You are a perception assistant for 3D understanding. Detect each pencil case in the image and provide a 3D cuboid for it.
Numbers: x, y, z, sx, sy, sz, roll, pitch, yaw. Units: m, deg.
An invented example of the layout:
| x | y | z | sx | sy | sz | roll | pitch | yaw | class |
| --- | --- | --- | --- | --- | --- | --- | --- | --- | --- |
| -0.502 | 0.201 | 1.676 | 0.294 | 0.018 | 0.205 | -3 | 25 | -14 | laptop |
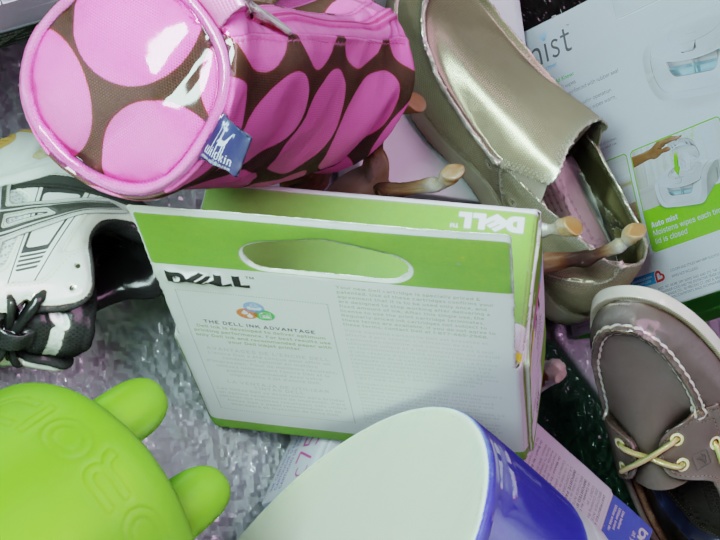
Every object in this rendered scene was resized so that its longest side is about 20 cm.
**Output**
| x | y | z | sx | sy | sz | roll | pitch | yaw | class |
| --- | --- | --- | --- | --- | --- | --- | --- | --- | --- |
| -0.043 | -0.075 | 0.727 | 0.091 | 0.094 | 0.200 | 43 | 18 | 10 | pencil case |

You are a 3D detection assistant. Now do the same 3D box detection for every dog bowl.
| x | y | z | sx | sy | sz | roll | pitch | yaw | class |
| --- | --- | --- | --- | --- | --- | --- | --- | --- | --- |
| 0.004 | 0.154 | 0.742 | 0.079 | 0.200 | 0.201 | 42 | 52 | -19 | dog bowl |

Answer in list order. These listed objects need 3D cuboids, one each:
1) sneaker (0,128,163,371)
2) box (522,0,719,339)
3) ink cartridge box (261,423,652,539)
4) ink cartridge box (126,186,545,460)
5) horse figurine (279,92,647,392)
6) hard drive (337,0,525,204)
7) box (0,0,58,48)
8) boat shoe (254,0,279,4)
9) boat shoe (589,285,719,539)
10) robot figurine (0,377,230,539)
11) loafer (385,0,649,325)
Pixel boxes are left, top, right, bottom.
| x | y | z | sx | sy | sz | roll | pitch | yaw | class |
| --- | --- | --- | --- | --- | --- | --- | --- | --- | --- |
| -0.146 | 0.007 | 0.717 | 0.087 | 0.076 | 0.200 | 34 | 40 | 18 | sneaker |
| 0.191 | -0.073 | 0.987 | 0.096 | 0.199 | 0.178 | -1 | 75 | -42 | box |
| 0.052 | 0.119 | 0.907 | 0.200 | 0.042 | 0.120 | 40 | 53 | -21 | ink cartridge box |
| 0.000 | 0.000 | 0.764 | 0.200 | 0.147 | 0.076 | 79 | 19 | -61 | ink cartridge box |
| 0.037 | -0.012 | 0.898 | 0.199 | 0.132 | 0.050 | 26 | 51 | -19 | horse figurine |
| 0.035 | -0.130 | 0.987 | 0.131 | 0.026 | 0.201 | 6 | 71 | -40 | hard drive |
| -0.108 | -0.180 | 0.717 | 0.199 | 0.043 | 0.161 | -24 | 96 | -34 | box |
| -0.022 | -0.133 | 0.894 | 0.063 | 0.073 | 0.201 | 36 | 59 | -7 | boat shoe |
| 0.162 | 0.092 | 0.965 | 0.201 | 0.071 | 0.060 | 62 | 41 | -38 | boat shoe |
| -0.140 | 0.119 | 0.685 | 0.200 | 0.116 | 0.176 | -39 | 95 | -42 | robot figurine |
| 0.085 | -0.069 | 0.944 | 0.076 | 0.068 | 0.201 | -42 | 103 | -42 | loafer |
